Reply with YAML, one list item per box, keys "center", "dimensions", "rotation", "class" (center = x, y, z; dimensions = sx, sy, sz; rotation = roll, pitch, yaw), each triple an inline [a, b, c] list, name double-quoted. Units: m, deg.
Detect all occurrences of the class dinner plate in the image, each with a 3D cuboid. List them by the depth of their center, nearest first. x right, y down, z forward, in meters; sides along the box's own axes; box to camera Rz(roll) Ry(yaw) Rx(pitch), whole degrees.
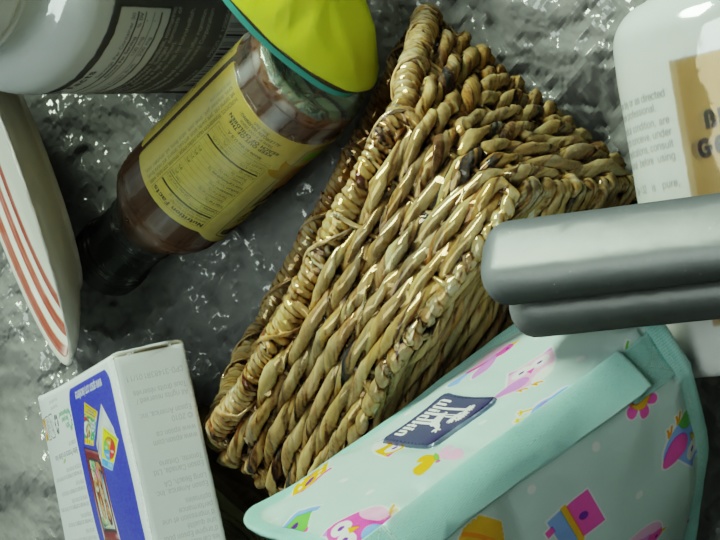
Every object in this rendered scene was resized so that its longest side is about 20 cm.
- center: [-0.174, -0.049, 1.084]
  dimensions: [0.200, 0.024, 0.201]
  rotation: [158, 90, -77]
  class: "dinner plate"

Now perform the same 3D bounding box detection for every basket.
- center: [0.000, 0.000, 0.945]
  dimensions: [0.149, 0.143, 0.200]
  rotation: [42, 117, 25]
  class: "basket"

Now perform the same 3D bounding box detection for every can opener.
- center: [0.142, -0.021, 0.767]
  dimensions: [0.199, 0.053, 0.067]
  rotation: [-7, 59, 27]
  class: "can opener"

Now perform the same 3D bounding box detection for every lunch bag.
- center: [0.047, 0.107, 0.858]
  dimensions: [0.122, 0.170, 0.200]
  rotation: [49, 159, 23]
  class: "lunch bag"

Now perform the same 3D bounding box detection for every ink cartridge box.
- center: [-0.101, 0.144, 1.016]
  dimensions: [0.198, 0.047, 0.201]
  rotation: [155, 102, -69]
  class: "ink cartridge box"

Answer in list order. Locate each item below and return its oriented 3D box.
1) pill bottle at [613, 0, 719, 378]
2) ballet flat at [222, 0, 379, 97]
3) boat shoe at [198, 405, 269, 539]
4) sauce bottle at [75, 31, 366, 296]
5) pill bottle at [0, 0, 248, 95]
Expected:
- center: [0.158, -0.065, 0.838]
  dimensions: [0.114, 0.114, 0.201]
  rotation: [-10, 89, 37]
  class: "pill bottle"
- center: [-0.053, -0.163, 0.939]
  dimensions: [0.200, 0.067, 0.067]
  rotation: [46, 124, -1]
  class: "ballet flat"
- center: [-0.033, 0.137, 1.030]
  dimensions: [0.200, 0.071, 0.065]
  rotation: [38, 124, 44]
  class: "boat shoe"
- center: [-0.075, -0.050, 1.038]
  dimensions: [0.200, 0.065, 0.065]
  rotation: [-37, 73, 45]
  class: "sauce bottle"
- center: [-0.128, -0.136, 0.990]
  dimensions: [0.110, 0.200, 0.111]
  rotation: [3, 96, 37]
  class: "pill bottle"
